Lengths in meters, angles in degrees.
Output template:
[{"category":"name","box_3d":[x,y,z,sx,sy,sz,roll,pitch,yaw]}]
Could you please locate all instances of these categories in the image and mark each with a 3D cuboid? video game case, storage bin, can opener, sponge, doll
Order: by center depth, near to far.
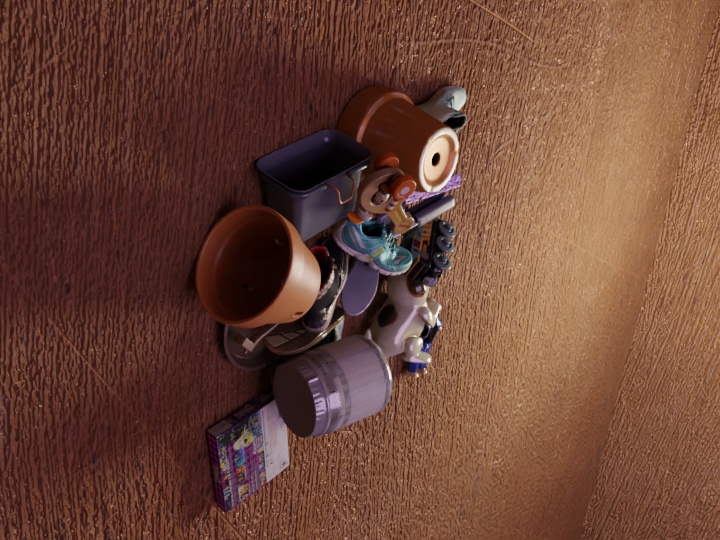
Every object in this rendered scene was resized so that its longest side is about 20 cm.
[{"category":"storage bin","box_3d":[-0.077,-0.141,1.409,0.199,0.145,0.136,-33,144,-37]},{"category":"video game case","box_3d":[-0.221,0.359,1.582,0.180,0.036,0.202,-31,132,-40]},{"category":"sponge","box_3d":[0.112,-0.165,1.649,0.199,0.111,0.030,-22,102,-45]},{"category":"can opener","box_3d":[0.119,-0.123,1.675,0.198,0.052,0.067,-26,130,-30]},{"category":"doll","box_3d":[0.154,0.164,1.944,0.136,0.048,0.203,-11,118,-50]}]

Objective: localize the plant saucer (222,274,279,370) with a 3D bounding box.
[{"category":"plant saucer","box_3d":[-0.187,0.091,1.480,0.199,0.029,0.203,-30,131,-41]}]

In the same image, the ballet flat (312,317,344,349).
[{"category":"ballet flat","box_3d":[-0.065,0.165,1.648,0.074,0.074,0.203,-18,125,-46]}]

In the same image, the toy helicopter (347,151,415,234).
[{"category":"toy helicopter","box_3d":[0.047,-0.115,1.439,0.132,0.079,0.200,-35,149,3]}]

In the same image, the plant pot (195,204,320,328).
[{"category":"plant pot","box_3d":[-0.158,0.006,1.325,0.140,0.199,0.202,27,88,-56]}]

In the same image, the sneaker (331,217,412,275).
[{"category":"sneaker","box_3d":[0.035,-0.051,1.528,0.199,0.078,0.080,24,126,-39]}]

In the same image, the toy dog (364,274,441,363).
[{"category":"toy dog","box_3d":[0.089,0.086,1.766,0.192,0.139,0.203,7,104,-33]}]

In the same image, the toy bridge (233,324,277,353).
[{"category":"toy bridge","box_3d":[-0.161,0.066,1.452,0.201,0.027,0.067,-59,145,-11]}]

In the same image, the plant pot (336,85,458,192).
[{"category":"plant pot","box_3d":[0.081,-0.236,1.506,0.199,0.182,0.203,-29,130,-40]}]

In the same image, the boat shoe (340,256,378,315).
[{"category":"boat shoe","box_3d":[0.000,0.000,1.611,0.066,0.069,0.203,129,-27,-71]}]

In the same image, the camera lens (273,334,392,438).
[{"category":"camera lens","box_3d":[-0.049,0.222,1.521,0.198,0.159,0.162,-15,122,-37]}]

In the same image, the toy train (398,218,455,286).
[{"category":"toy train","box_3d":[0.140,-0.053,1.706,0.085,0.113,0.201,-51,-163,42]}]

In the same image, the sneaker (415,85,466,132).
[{"category":"sneaker","box_3d":[0.191,-0.327,1.652,0.200,0.117,0.075,-36,133,-37]}]

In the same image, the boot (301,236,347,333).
[{"category":"boot","box_3d":[-0.070,0.000,1.469,0.151,0.072,0.202,88,17,-62]}]

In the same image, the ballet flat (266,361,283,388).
[{"category":"ballet flat","box_3d":[-0.111,0.243,1.597,0.200,0.046,0.068,42,45,-31]}]

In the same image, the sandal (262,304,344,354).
[{"category":"sandal","box_3d":[-0.108,0.118,1.523,0.199,0.080,0.054,-28,152,-46]}]
